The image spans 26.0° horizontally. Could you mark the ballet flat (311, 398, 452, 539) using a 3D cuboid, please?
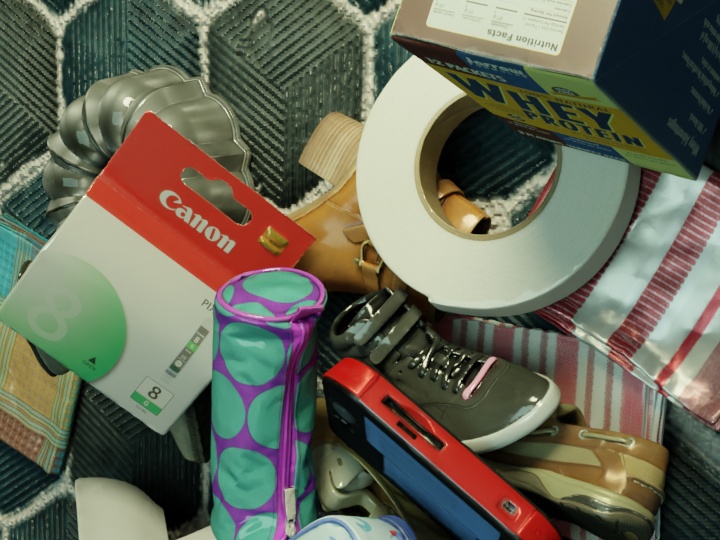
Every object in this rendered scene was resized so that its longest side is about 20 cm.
[{"bbox_3d":[0.008,0.178,1.185,0.200,0.063,0.069,46,129,21],"label":"ballet flat"}]

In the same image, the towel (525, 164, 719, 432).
[{"bbox_3d":[0.198,-0.004,1.039,0.199,0.023,0.145,34,98,27],"label":"towel"}]

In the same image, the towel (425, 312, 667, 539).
[{"bbox_3d":[0.128,0.112,1.121,0.198,0.030,0.148,9,101,36],"label":"towel"}]

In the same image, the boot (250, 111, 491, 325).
[{"bbox_3d":[0.000,0.000,1.167,0.154,0.073,0.201,35,116,23],"label":"boot"}]

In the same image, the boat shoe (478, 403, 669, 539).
[{"bbox_3d":[0.130,0.127,1.066,0.199,0.076,0.074,15,72,45],"label":"boat shoe"}]

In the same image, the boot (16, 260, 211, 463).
[{"bbox_3d":[-0.194,0.070,1.263,0.129,0.068,0.202,-8,118,16],"label":"boot"}]

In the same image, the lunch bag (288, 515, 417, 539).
[{"bbox_3d":[-0.004,0.280,1.082,0.161,0.082,0.201,-41,58,31],"label":"lunch bag"}]

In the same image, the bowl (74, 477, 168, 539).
[{"bbox_3d":[-0.184,0.282,1.269,0.200,0.074,0.202,-118,21,-64],"label":"bowl"}]

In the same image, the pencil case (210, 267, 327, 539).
[{"bbox_3d":[-0.066,0.103,1.133,0.092,0.084,0.202,30,125,50],"label":"pencil case"}]

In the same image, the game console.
[{"bbox_3d":[0.053,0.149,1.081,0.200,0.177,0.031,41,72,13],"label":"game console"}]

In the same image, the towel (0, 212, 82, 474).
[{"bbox_3d":[-0.304,0.066,1.414,0.146,0.022,0.202,26,110,30],"label":"towel"}]

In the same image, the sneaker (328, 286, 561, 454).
[{"bbox_3d":[0.047,0.064,1.072,0.199,0.071,0.100,3,133,54],"label":"sneaker"}]

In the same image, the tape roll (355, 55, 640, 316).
[{"bbox_3d":[0.092,-0.070,1.070,0.201,0.037,0.205,-5,78,23],"label":"tape roll"}]

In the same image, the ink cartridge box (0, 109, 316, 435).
[{"bbox_3d":[-0.153,0.007,1.157,0.160,0.050,0.200,37,119,-10],"label":"ink cartridge box"}]

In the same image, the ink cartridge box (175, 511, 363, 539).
[{"bbox_3d":[-0.061,0.300,1.237,0.143,0.084,0.202,-9,90,34],"label":"ink cartridge box"}]

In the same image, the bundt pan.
[{"bbox_3d":[-0.186,-0.067,1.284,0.200,0.075,0.204,5,99,33],"label":"bundt pan"}]

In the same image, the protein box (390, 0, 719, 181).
[{"bbox_3d":[0.147,-0.188,0.934,0.134,0.198,0.202,18,87,31],"label":"protein box"}]
